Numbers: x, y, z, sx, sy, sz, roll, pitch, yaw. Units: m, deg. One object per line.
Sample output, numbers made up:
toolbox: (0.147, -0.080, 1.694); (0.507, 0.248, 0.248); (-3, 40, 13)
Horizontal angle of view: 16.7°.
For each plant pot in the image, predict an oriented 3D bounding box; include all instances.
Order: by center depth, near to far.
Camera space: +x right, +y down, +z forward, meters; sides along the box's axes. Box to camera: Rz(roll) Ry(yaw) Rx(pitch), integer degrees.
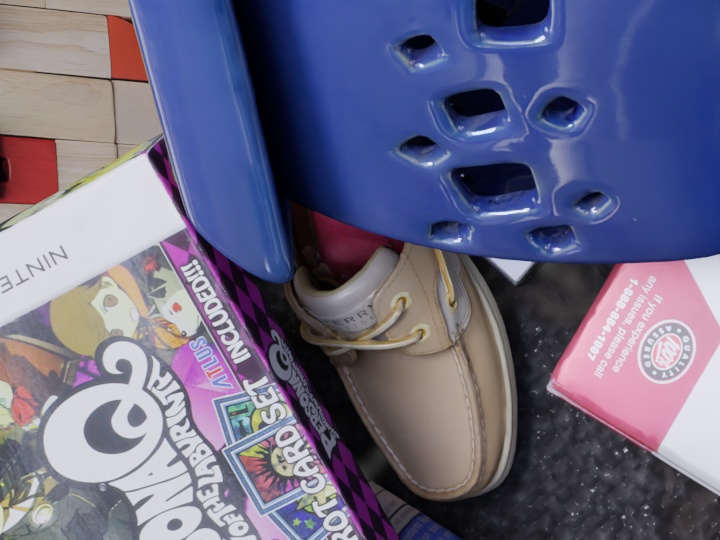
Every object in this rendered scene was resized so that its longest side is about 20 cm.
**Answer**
plant pot: (0.016, -0.122, 0.783); (0.179, 0.201, 0.201); (-10, 47, 2)

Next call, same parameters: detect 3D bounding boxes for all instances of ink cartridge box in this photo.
ink cartridge box: (0.191, 0.028, 0.874); (0.199, 0.083, 0.146); (31, 98, 9)

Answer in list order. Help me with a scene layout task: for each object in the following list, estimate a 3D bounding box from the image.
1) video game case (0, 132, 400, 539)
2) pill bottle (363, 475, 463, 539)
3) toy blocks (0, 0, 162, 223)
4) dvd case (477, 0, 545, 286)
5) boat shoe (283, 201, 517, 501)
video game case: (-0.092, 0.081, 0.842); (0.181, 0.036, 0.201); (-26, 98, 19)
pill bottle: (-0.017, 0.132, 0.917); (0.199, 0.112, 0.112); (32, 98, 9)
toy blocks: (-0.109, -0.041, 0.929); (0.136, 0.100, 0.201); (3, 74, -30)
dvd case: (0.070, -0.118, 0.933); (0.150, 0.025, 0.200); (41, 100, 7)
boat shoe: (0.000, 0.000, 0.915); (0.073, 0.069, 0.201); (-16, 99, 27)
